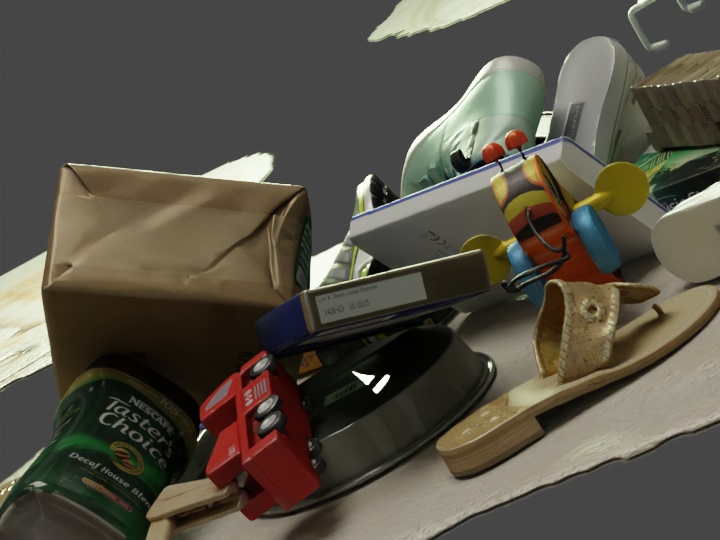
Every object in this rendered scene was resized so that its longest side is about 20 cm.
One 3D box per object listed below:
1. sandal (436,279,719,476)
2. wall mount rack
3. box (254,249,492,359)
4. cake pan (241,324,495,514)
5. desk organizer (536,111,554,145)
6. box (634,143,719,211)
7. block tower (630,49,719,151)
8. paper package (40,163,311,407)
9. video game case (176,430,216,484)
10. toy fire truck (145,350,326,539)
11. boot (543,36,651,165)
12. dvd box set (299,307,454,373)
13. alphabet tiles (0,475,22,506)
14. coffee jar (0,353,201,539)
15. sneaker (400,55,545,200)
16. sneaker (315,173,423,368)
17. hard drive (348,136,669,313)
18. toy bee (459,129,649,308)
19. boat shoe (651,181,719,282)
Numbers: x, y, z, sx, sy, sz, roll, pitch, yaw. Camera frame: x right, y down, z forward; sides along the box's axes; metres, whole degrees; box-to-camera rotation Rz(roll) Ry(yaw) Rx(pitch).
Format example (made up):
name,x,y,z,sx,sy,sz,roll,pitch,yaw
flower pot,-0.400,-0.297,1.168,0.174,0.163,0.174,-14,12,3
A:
name,x,y,z,sx,sy,sz,roll,pitch,yaw
sandal,0.127,0.041,1.399,0.211,0.070,0.078,-33,12,-15
wall mount rack,0.359,-0.288,2.222,0.174,0.075,0.200,-26,12,36
box,0.001,0.026,1.503,0.121,0.033,0.200,-13,-6,-15
cake pan,-0.003,0.098,1.558,0.200,0.037,0.200,-28,12,7
desk organizer,0.136,-0.082,1.888,0.077,0.072,0.200,-35,12,-12
box,0.282,-0.089,1.653,0.200,0.036,0.144,-23,14,35
block tower,0.269,-0.126,1.624,0.054,0.058,0.200,-33,11,-21
paper package,-0.133,0.020,1.663,0.190,0.104,0.200,5,-29,0
video game case,-0.197,0.167,1.768,0.200,0.023,0.182,-26,12,21
toy fire truck,-0.092,0.141,1.446,0.141,0.049,0.200,-37,20,8
boot,0.183,-0.074,1.741,0.073,0.096,0.200,3,65,44
dvd box set,0.016,0.026,1.823,0.200,0.029,0.146,-21,15,40
alphabet tiles,-0.258,0.183,1.780,0.200,0.008,0.167,-24,13,20
coffee jar,-0.178,0.141,1.572,0.085,0.104,0.200,-55,8,27
sneaker,0.076,-0.062,1.742,0.201,0.074,0.118,122,165,-47
sneaker,0.000,0.000,1.722,0.081,0.074,0.200,-34,24,26
hard drive,0.108,-0.029,1.617,0.200,0.132,0.025,-20,51,41
toy bee,0.127,-0.039,1.485,0.131,0.109,0.200,-22,-13,-7
boat shoe,0.274,-0.044,1.431,0.068,0.072,0.200,-41,7,-39
